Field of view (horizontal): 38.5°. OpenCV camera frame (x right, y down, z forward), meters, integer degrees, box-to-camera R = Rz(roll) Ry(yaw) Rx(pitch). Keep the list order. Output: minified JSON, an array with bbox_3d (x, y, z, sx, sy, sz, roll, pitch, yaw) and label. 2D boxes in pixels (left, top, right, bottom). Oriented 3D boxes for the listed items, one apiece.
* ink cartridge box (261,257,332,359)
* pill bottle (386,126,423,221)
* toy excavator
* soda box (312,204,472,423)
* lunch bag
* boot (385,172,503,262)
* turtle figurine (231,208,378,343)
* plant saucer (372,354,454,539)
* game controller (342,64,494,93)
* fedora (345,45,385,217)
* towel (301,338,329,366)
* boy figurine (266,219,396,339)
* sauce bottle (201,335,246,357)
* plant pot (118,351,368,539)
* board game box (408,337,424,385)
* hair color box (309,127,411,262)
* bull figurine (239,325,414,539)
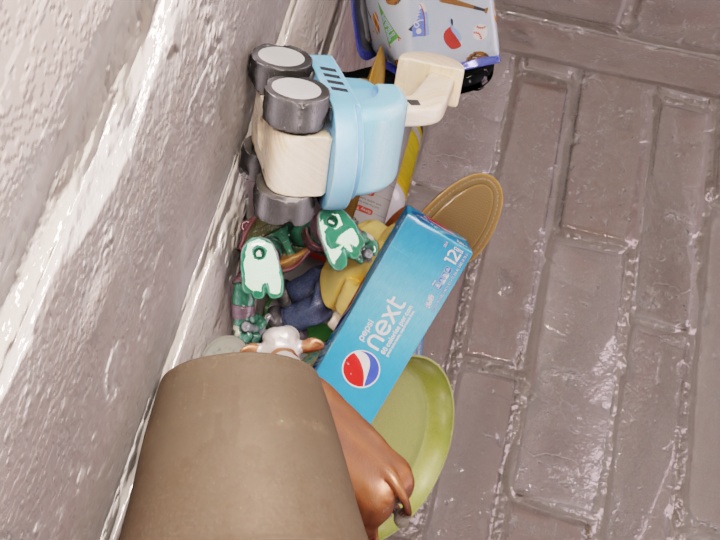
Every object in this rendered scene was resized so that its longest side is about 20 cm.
[{"bbox_3d":[-0.062,0.089,1.189,0.147,0.082,0.202,-70,171,-54],"label":"ink cartridge box"},{"bbox_3d":[0.011,-0.125,1.335,0.113,0.110,0.202,97,7,-56],"label":"pill bottle"},{"bbox_3d":[0.006,-0.119,0.808,0.195,0.197,0.101,-113,-152,-54],"label":"toy excavator"},{"bbox_3d":[0.019,0.047,0.911,0.201,0.067,0.064,-60,-176,9],"label":"soda box"},{"bbox_3d":[0.050,-0.294,1.037,0.200,0.122,0.172,-121,-159,-64],"label":"lunch bag"},{"bbox_3d":[0.066,-0.040,1.086,0.200,0.073,0.155,-50,-164,16],"label":"boot"},{"bbox_3d":[-0.061,-0.008,0.869,0.149,0.101,0.200,-41,-178,-9],"label":"turtle figurine"},{"bbox_3d":[0.020,0.178,1.043,0.199,0.031,0.203,-20,119,-42],"label":"plant saucer"},{"bbox_3d":[0.047,-0.204,1.112,0.105,0.197,0.043,-65,142,-62],"label":"game controller"},{"bbox_3d":[-0.031,-0.128,0.985,0.201,0.081,0.203,-168,-90,-86],"label":"fedora"},{"bbox_3d":[-0.082,0.164,1.048,0.200,0.022,0.148,-36,146,-44],"label":"towel"},{"bbox_3d":[0.000,0.000,0.995,0.064,0.199,0.125,45,32,-30],"label":"boy figurine"},{"bbox_3d":[-0.089,0.127,0.900,0.201,0.065,0.067,71,29,-54],"label":"sauce bottle"},{"bbox_3d":[-0.079,0.153,0.684,0.201,0.197,0.177,93,-7,-66],"label":"plant pot"},{"bbox_3d":[0.046,0.118,1.196,0.201,0.036,0.152,98,1,-46],"label":"board game box"},{"bbox_3d":[-0.012,-0.101,1.147,0.061,0.100,0.202,117,-7,-52],"label":"hair color box"},{"bbox_3d":[-0.027,0.132,0.798,0.200,0.065,0.122,46,-29,39],"label":"bull figurine"}]
